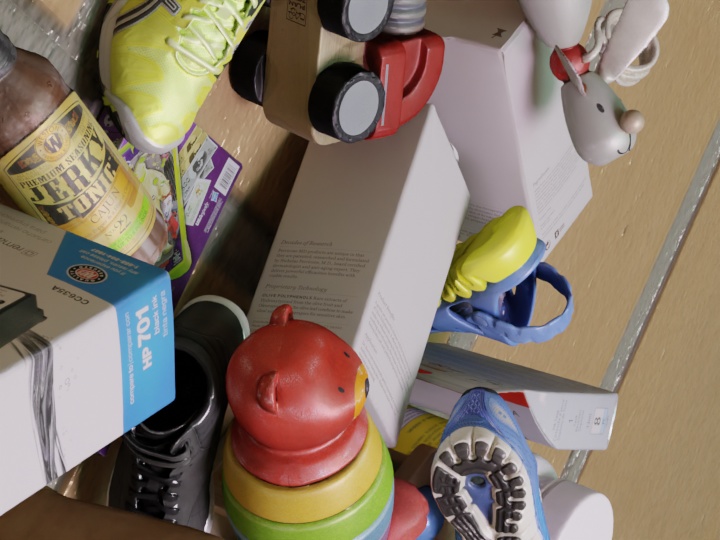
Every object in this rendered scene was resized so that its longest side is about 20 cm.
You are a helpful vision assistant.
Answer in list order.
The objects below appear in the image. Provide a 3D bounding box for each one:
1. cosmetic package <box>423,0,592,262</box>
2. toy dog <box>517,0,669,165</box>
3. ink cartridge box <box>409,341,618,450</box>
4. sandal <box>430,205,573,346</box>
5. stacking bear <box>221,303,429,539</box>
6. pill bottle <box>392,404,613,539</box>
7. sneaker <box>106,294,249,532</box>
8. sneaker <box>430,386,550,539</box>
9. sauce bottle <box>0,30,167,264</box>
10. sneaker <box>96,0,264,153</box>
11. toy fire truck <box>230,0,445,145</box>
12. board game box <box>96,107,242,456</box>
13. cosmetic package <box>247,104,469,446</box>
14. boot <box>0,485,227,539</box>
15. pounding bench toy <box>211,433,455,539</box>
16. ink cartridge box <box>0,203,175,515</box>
[{"bbox_3d":[0.088,-0.111,1.663,0.085,0.107,0.201,-49,144,-33],"label":"cosmetic package"},{"bbox_3d":[0.148,-0.175,1.539,0.200,0.096,0.132,50,55,-23],"label":"toy dog"},{"bbox_3d":[0.062,0.086,1.661,0.199,0.159,0.048,4,100,-54],"label":"ink cartridge box"},{"bbox_3d":[0.083,0.023,1.665,0.087,0.200,0.080,44,68,-10],"label":"sandal"},{"bbox_3d":[-0.031,0.111,1.428,0.201,0.113,0.122,81,20,-45],"label":"stacking bear"},{"bbox_3d":[0.072,0.170,1.696,0.114,0.199,0.115,-33,133,-46],"label":"pill bottle"},{"bbox_3d":[-0.124,0.116,1.425,0.099,0.070,0.202,-27,134,-75],"label":"sneaker"},{"bbox_3d":[0.094,0.158,1.560,0.090,0.078,0.201,-77,162,-49],"label":"sneaker"},{"bbox_3d":[-0.175,-0.071,1.286,0.065,0.064,0.200,-57,135,-23],"label":"sauce bottle"},{"bbox_3d":[-0.088,-0.162,1.361,0.075,0.076,0.201,28,76,-36],"label":"sneaker"},{"bbox_3d":[0.014,-0.188,1.510,0.199,0.128,0.178,-17,121,-42],"label":"toy fire truck"},{"bbox_3d":[-0.147,-0.001,1.419,0.201,0.032,0.120,-65,152,-11],"label":"board game box"},{"bbox_3d":[0.000,0.000,1.540,0.108,0.084,0.201,65,35,-49],"label":"cosmetic package"},{"bbox_3d":[-0.178,0.196,1.306,0.176,0.199,0.066,-63,148,-14],"label":"boot"},{"bbox_3d":[-0.043,0.205,1.573,0.200,0.155,0.125,-48,143,-33],"label":"pounding bench toy"},{"bbox_3d":[-0.212,0.053,1.225,0.200,0.146,0.087,-32,134,-47],"label":"ink cartridge box"}]
